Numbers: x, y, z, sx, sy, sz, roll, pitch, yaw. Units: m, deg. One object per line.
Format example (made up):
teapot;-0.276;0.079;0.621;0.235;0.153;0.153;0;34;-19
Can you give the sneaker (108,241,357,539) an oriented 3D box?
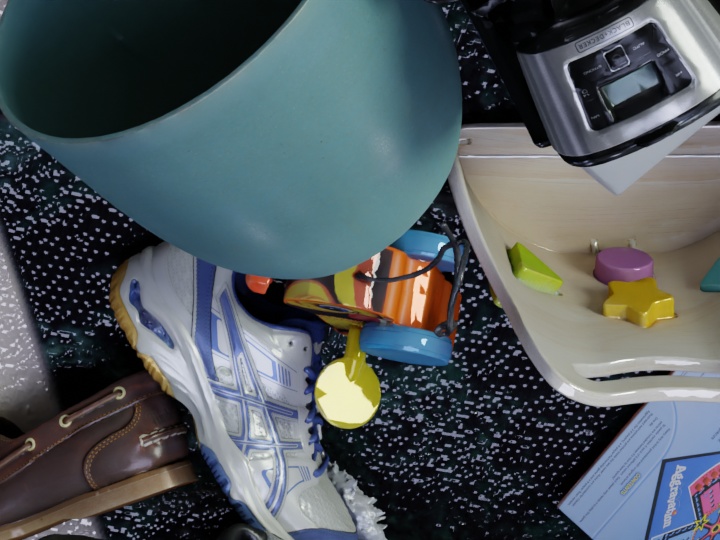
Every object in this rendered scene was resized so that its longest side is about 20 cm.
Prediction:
sneaker;-0.046;0.066;1.493;0.088;0.075;0.200;-31;103;7

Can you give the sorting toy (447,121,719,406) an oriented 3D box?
sorting toy;0.141;0.005;1.431;0.200;0.180;0.107;-1;125;-5

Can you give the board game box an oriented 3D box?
board game box;0.205;0.094;1.566;0.103;0.019;0.200;43;116;9

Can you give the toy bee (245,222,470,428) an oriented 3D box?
toy bee;0.000;0.000;1.436;0.109;0.131;0.200;11;151;3

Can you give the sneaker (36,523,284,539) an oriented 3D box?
sneaker;-0.088;0.161;1.490;0.200;0.075;0.116;22;138;15

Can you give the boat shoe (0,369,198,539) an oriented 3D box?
boat shoe;-0.182;0.111;1.544;0.200;0.070;0.070;-21;88;19

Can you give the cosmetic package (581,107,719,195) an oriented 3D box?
cosmetic package;0.169;-0.140;1.382;0.074;0.102;0.200;38;114;-26

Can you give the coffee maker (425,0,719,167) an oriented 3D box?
coffee maker;0.092;-0.171;1.262;0.135;0.192;0.200;-15;118;34

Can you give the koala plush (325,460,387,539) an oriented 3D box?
koala plush;-0.001;0.211;1.581;0.200;0.184;0.177;44;95;-2

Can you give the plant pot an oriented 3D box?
plant pot;-0.045;-0.090;1.342;0.201;0.201;0.161;-30;130;15
